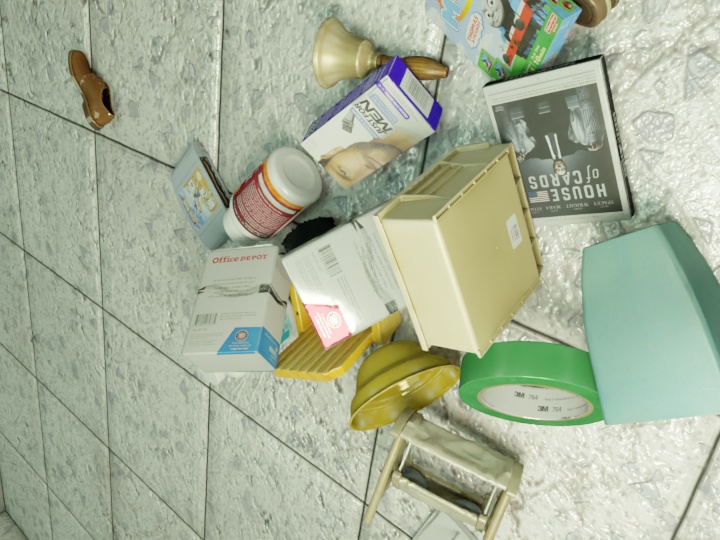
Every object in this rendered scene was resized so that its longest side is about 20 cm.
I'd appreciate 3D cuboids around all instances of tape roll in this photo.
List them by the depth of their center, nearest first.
[{"bbox_3d":[0.230,0.154,0.791,0.198,0.199,0.049,-16,52,41],"label":"tape roll"}]

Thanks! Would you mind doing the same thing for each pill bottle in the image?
[{"bbox_3d":[-0.167,-0.126,1.087,0.199,0.112,0.115,-34,82,41],"label":"pill bottle"},{"bbox_3d":[-0.219,0.127,1.139,0.110,0.200,0.112,29,141,27],"label":"pill bottle"}]

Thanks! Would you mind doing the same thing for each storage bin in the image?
[{"bbox_3d":[0.139,-0.032,0.767,0.093,0.198,0.203,5,127,45],"label":"storage bin"}]

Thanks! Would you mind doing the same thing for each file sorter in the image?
[{"bbox_3d":[0.151,0.540,1.015,0.200,0.124,0.140,42,126,23],"label":"file sorter"}]

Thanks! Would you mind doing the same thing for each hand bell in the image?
[{"bbox_3d":[0.037,-0.308,0.891,0.197,0.104,0.106,18,115,22],"label":"hand bell"}]

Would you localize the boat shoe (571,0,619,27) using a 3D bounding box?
[{"bbox_3d":[0.232,-0.363,0.717,0.075,0.075,0.203,-43,61,1],"label":"boat shoe"}]

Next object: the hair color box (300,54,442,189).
[{"bbox_3d":[0.014,-0.218,0.908,0.109,0.066,0.198,42,138,-22],"label":"hair color box"}]

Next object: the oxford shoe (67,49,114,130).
[{"bbox_3d":[-0.639,-0.443,1.436,0.070,0.071,0.203,-23,87,14],"label":"oxford shoe"}]

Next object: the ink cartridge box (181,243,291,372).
[{"bbox_3d":[-0.207,0.066,1.035,0.142,0.085,0.204,-4,58,18],"label":"ink cartridge box"}]

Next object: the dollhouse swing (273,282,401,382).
[{"bbox_3d":[-0.064,0.067,1.018,0.197,0.174,0.186,-3,102,41],"label":"dollhouse swing"}]

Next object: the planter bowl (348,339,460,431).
[{"bbox_3d":[0.056,0.169,0.950,0.201,0.198,0.084,-51,55,37],"label":"planter bowl"}]

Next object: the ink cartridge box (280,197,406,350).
[{"bbox_3d":[0.000,0.000,0.882,0.147,0.197,0.083,64,174,-7],"label":"ink cartridge box"}]

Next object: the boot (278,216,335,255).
[{"bbox_3d":[-0.034,-0.050,1.003,0.074,0.197,0.162,60,171,-32],"label":"boot"}]

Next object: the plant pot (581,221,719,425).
[{"bbox_3d":[0.345,0.053,0.695,0.140,0.140,0.204,-20,83,42],"label":"plant pot"}]

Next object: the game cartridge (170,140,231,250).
[{"bbox_3d":[-0.335,-0.153,1.274,0.133,0.041,0.202,-36,79,37],"label":"game cartridge"}]

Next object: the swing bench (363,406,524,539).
[{"bbox_3d":[0.134,0.333,0.941,0.196,0.130,0.203,24,117,17],"label":"swing bench"}]

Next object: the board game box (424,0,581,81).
[{"bbox_3d":[0.167,-0.324,0.747,0.201,0.036,0.152,53,162,17],"label":"board game box"}]

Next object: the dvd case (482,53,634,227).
[{"bbox_3d":[0.246,-0.150,0.745,0.148,0.025,0.203,-1,122,41],"label":"dvd case"}]
